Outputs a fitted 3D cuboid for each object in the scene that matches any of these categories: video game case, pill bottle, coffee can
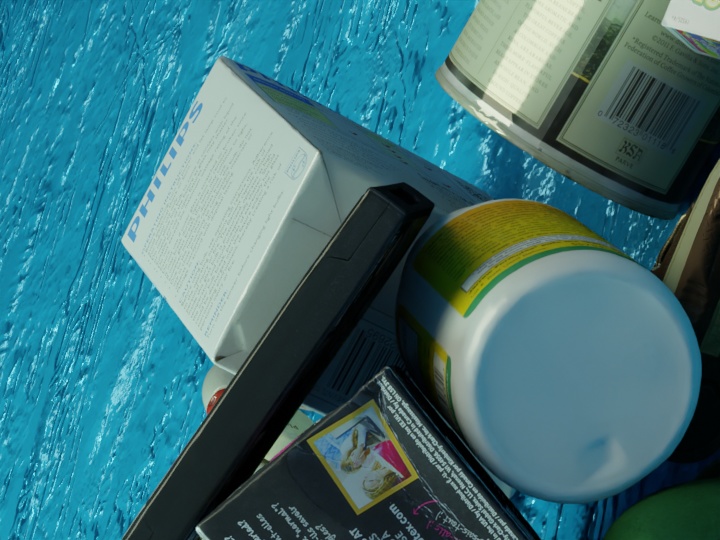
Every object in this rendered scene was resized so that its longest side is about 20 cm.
[{"bbox_3d":[-0.036,0.047,1.263,0.201,0.025,0.181,-56,-3,5],"label":"video game case"},{"bbox_3d":[0.078,0.029,1.261,0.113,0.112,0.200,-63,15,5],"label":"pill bottle"},{"bbox_3d":[0.148,-0.148,1.368,0.201,0.146,0.146,-59,26,13],"label":"coffee can"}]

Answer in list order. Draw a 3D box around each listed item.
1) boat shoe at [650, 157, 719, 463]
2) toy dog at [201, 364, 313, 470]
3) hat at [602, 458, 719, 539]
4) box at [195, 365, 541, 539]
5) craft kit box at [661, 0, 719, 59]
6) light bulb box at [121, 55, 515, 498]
[{"bbox_3d":[0.174,-0.012,1.289,0.203,0.074,0.075,-61,20,11],"label":"boat shoe"},{"bbox_3d":[-0.048,0.110,1.619,0.132,0.096,0.200,-51,14,33],"label":"toy dog"},{"bbox_3d":[0.107,0.125,1.174,0.200,0.175,0.167,7,75,63],"label":"hat"},{"bbox_3d":[0.012,0.129,1.248,0.115,0.132,0.200,-40,-3,1],"label":"box"},{"bbox_3d":[0.257,-0.169,1.202,0.199,0.048,0.199,20,89,37],"label":"craft kit box"},{"bbox_3d":[0.000,0.000,1.464,0.125,0.197,0.200,-60,24,7],"label":"light bulb box"}]
